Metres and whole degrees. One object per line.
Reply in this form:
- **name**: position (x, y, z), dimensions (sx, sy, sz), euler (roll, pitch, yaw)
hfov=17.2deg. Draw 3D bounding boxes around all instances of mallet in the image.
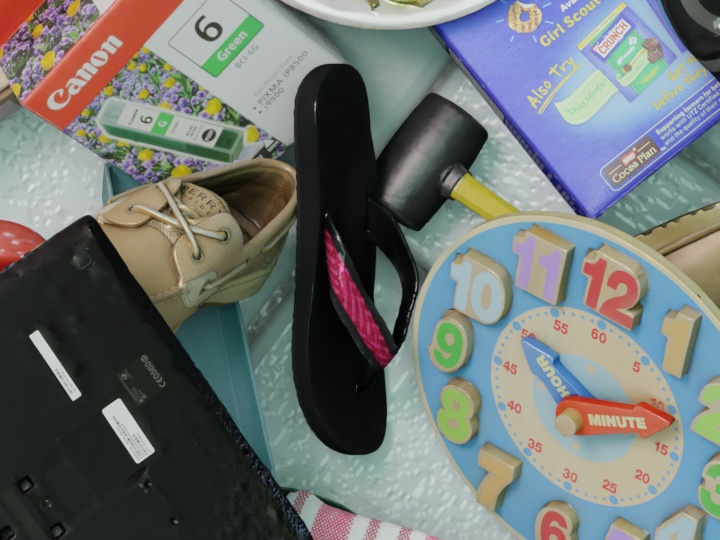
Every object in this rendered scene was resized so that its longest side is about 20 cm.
- **mallet**: position (0.079, -0.007, 1.152), dimensions (0.066, 0.041, 0.200), euler (-47, 60, 3)

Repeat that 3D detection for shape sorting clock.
- **shape sorting clock**: position (0.105, 0.065, 1.118), dimensions (0.200, 0.039, 0.200), euler (19, 123, 32)

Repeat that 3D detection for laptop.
- **laptop**: position (-0.155, 0.107, 1.007), dimensions (0.200, 0.103, 0.177), euler (-37, 98, -19)

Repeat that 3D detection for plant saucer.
- **plant saucer**: position (-0.086, 0.024, 1.124), dimensions (0.070, 0.200, 0.019), euler (24, 119, -28)

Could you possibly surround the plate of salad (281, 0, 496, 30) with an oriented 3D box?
- **plate of salad**: position (0.014, -0.214, 1.119), dimensions (0.200, 0.048, 0.200), euler (0, 89, 2)

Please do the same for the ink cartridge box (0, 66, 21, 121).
- **ink cartridge box**: position (-0.279, -0.105, 1.181), dimensions (0.200, 0.075, 0.165), euler (-35, 90, -1)

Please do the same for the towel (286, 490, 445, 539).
- **towel**: position (0.038, 0.187, 1.112), dimensions (0.200, 0.030, 0.146), euler (17, 51, 3)

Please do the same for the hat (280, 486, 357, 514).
- **hat**: position (-0.066, 0.195, 1.118), dimensions (0.200, 0.176, 0.166), euler (-23, 89, 0)

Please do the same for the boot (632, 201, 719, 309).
- **boot**: position (0.179, 0.073, 1.177), dimensions (0.175, 0.066, 0.200), euler (-23, 87, 13)

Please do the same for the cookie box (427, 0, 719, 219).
- **cookie box**: position (0.115, -0.152, 1.175), dimensions (0.171, 0.075, 0.200), euler (-38, 89, 0)

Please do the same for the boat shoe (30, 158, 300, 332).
- **boat shoe**: position (-0.090, -0.014, 1.083), dimensions (0.071, 0.200, 0.065), euler (40, 115, 10)

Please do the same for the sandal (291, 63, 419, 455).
- **sandal**: position (0.000, 0.000, 1.150), dimensions (0.045, 0.075, 0.200), euler (6, 110, 24)

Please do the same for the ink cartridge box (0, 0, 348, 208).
- **ink cartridge box**: position (-0.107, -0.111, 1.122), dimensions (0.109, 0.050, 0.200), euler (-45, 133, 12)

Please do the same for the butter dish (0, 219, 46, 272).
- **butter dish**: position (-0.177, 0.049, 1.103), dimensions (0.199, 0.200, 0.148), euler (11, 103, 1)

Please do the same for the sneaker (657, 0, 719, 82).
- **sneaker**: position (0.202, -0.086, 1.095), dimensions (0.071, 0.083, 0.200), euler (-30, 96, 0)
